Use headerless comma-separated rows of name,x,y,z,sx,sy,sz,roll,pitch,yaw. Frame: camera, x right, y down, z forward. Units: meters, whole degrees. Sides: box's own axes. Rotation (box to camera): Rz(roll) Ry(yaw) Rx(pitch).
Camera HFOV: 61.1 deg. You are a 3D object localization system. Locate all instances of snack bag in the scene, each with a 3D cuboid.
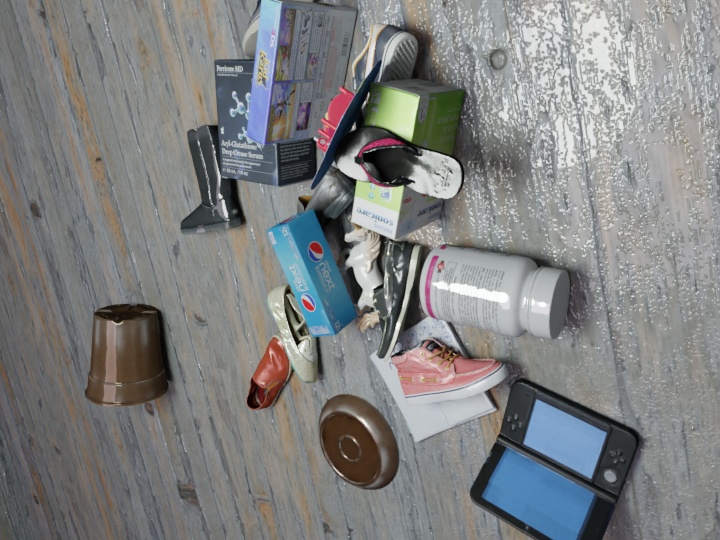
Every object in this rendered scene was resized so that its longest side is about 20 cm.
snack bag,0.115,0.189,1.062,0.199,0.021,0.192,-34,84,39

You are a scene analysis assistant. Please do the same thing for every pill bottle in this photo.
pill bottle,0.194,0.032,0.890,0.196,0.112,0.117,11,112,34

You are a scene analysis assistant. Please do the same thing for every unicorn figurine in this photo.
unicorn figurine,0.000,0.000,1.065,0.135,0.074,0.203,-21,107,39

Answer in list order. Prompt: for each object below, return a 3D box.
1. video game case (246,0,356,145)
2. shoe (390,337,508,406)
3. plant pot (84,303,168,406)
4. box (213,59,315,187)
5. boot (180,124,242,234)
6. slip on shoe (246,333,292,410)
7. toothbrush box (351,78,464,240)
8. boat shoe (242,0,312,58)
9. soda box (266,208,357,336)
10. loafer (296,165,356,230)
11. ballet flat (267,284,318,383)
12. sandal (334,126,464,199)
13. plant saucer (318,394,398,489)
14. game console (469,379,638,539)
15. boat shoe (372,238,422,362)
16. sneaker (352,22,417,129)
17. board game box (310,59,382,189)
video game case,-0.091,-0.309,0.952,0.045,0.180,0.205,26,119,26
shoe,0.135,0.153,0.978,0.197,0.071,0.093,-23,93,40
plant pot,-0.572,0.197,1.491,0.196,0.198,0.204,11,104,34
box,-0.166,-0.263,1.073,0.145,0.106,0.206,13,112,34
boot,-0.325,-0.184,1.246,0.161,0.065,0.206,-5,105,29
slip on shoe,-0.193,0.219,1.283,0.074,0.061,0.203,39,123,22
toothbrush box,0.070,-0.168,0.900,0.085,0.144,0.205,23,117,27
boat shoe,-0.142,-0.453,1.027,0.198,0.073,0.095,-31,65,43
soda box,-0.081,0.007,1.037,0.063,0.067,0.204,-9,108,45
loafer,-0.083,-0.104,1.077,0.072,0.073,0.199,44,119,-7
ballet flat,-0.123,0.124,1.197,0.061,0.067,0.204,-27,88,29
sandal,0.042,-0.142,0.806,0.196,0.045,0.077,20,116,30
plant saucer,-0.014,0.347,1.208,0.196,0.032,0.206,13,112,33
game console,0.282,0.292,0.906,0.196,0.117,0.175,22,118,29
boat shoe,0.051,0.050,1.017,0.066,0.072,0.206,13,102,8
sneaker,0.028,-0.276,0.941,0.079,0.077,0.204,42,132,31
board game box,-0.036,-0.211,0.858,0.038,0.159,0.202,29,134,-2
